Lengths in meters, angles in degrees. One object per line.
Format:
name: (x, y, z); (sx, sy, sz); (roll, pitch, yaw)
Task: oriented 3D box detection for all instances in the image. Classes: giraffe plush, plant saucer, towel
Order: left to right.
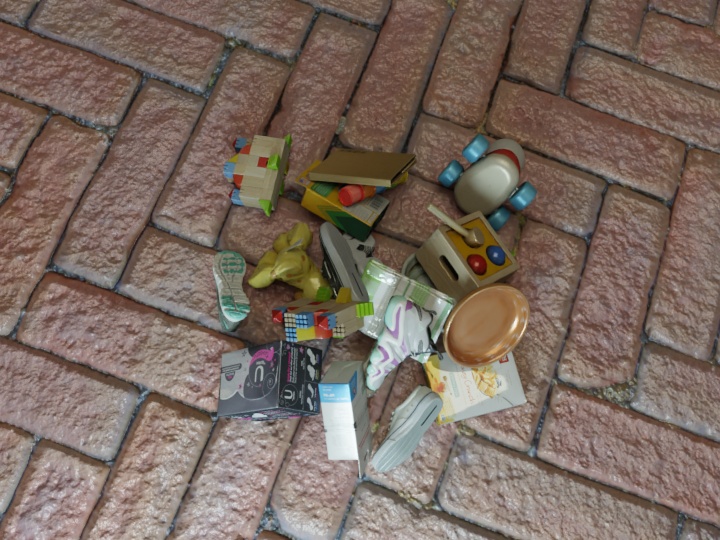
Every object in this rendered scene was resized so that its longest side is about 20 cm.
giraffe plush: (-0.119, 0.010, 1.556); (0.162, 0.199, 0.174); (44, 68, -20)
towel: (0.077, 0.085, 1.482); (0.197, 0.031, 0.151); (26, 99, 0)
plant saucer: (0.163, 0.054, 1.582); (0.197, 0.050, 0.203); (17, 51, -21)
plant saucer: (0.256, 0.109, 1.499); (0.197, 0.203, 0.038); (-20, 36, -10)

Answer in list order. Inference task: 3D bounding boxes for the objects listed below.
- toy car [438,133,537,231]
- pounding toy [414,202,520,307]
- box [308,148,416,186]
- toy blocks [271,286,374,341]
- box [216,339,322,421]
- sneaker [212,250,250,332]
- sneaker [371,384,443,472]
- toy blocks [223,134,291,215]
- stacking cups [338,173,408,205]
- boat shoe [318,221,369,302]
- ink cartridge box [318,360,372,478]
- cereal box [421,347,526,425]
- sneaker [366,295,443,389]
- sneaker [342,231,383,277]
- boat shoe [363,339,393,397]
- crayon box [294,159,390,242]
toy car: (0.313, -0.232, 1.675); (0.184, 0.177, 0.201); (42, 44, -4)
pounding toy: (0.220, -0.046, 1.555); (0.182, 0.142, 0.202); (-22, 73, -41)
box: (0.006, -0.229, 1.607); (0.196, 0.022, 0.164); (9, 31, 23)
toy blocks: (-0.091, 0.095, 1.392); (0.197, 0.136, 0.102); (1, 101, 32)
box: (-0.182, 0.221, 1.437); (0.114, 0.198, 0.135); (19, 65, -43)
sneaker: (-0.286, 0.046, 1.563); (0.076, 0.092, 0.203); (6, 46, -19)
sneaker: (0.090, 0.327, 1.508); (0.200, 0.073, 0.071); (-48, 40, -5)
toy blocks: (-0.246, -0.227, 1.648); (0.134, 0.100, 0.204); (9, 73, 9)
stacking cups: (0.027, -0.190, 1.624); (0.061, 0.061, 0.199); (47, 48, 11)
boat shoe: (-0.051, -0.002, 1.471); (0.070, 0.072, 0.203); (-34, 64, 25)
ink cartridge box: (-0.027, 0.296, 1.450); (0.066, 0.116, 0.204); (-3, 104, 15)
cereal box: (0.242, 0.237, 1.556); (0.196, 0.040, 0.147); (-13, 74, -8)
sneaker: (0.096, 0.163, 1.443); (0.137, 0.078, 0.204); (19, 107, 5)
sneaker: (0.000, 0.000, 1.597); (0.073, 0.117, 0.201); (-3, 36, -16)
boat shoe: (0.048, 0.183, 1.541); (0.074, 0.073, 0.200); (42, 81, 5)
crayon box: (-0.046, -0.159, 1.627); (0.198, 0.052, 0.126); (31, 38, 5)
